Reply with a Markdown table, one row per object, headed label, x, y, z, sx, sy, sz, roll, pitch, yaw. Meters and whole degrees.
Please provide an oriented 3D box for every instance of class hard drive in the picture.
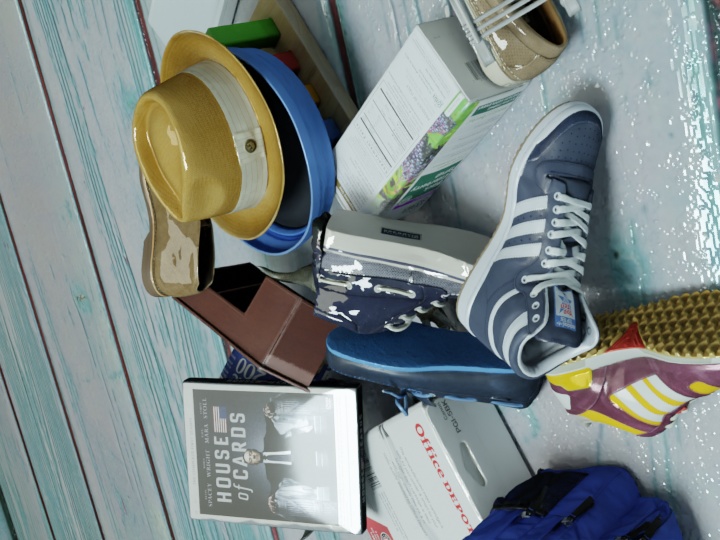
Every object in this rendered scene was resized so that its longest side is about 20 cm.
| label | x | y | z | sx | sy | sz | roll | pitch | yaw |
| --- | --- | --- | --- | --- | --- | --- | --- | --- | --- |
| hard drive | -0.187 | -0.325 | 1.033 | 0.133 | 0.026 | 0.201 | 53 | 142 | 21 |

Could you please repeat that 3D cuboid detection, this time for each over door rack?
| label | x | y | z | sx | sy | sz | roll | pitch | yaw |
| --- | --- | --- | --- | --- | --- | --- | --- | --- | --- |
| over door rack | 0.097 | -0.261 | 0.600 | 0.146 | 0.067 | 0.202 | -28 | 105 | 17 |

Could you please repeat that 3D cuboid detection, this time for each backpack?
| label | x | y | z | sx | sy | sz | roll | pitch | yaw |
| --- | --- | --- | --- | --- | --- | --- | --- | --- | --- |
| backpack | 0.162 | 0.262 | 0.736 | 0.167 | 0.198 | 0.165 | -24 | 88 | 54 |

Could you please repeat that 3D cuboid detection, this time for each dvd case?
| label | x | y | z | sx | sy | sz | roll | pitch | yaw |
| --- | --- | --- | --- | --- | --- | --- | --- | --- | --- |
| dvd case | -0.091 | 0.190 | 0.946 | 0.197 | 0.025 | 0.153 | -1 | 96 | 18 |

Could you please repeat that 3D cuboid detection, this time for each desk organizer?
| label | x | y | z | sx | sy | sz | roll | pitch | yaw |
| --- | --- | --- | --- | --- | --- | --- | --- | --- | --- |
| desk organizer | -0.110 | 0.042 | 0.944 | 0.199 | 0.071 | 0.078 | 29 | 87 | 49 |

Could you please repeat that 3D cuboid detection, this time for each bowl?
| label | x | y | z | sx | sy | sz | roll | pitch | yaw |
| --- | --- | --- | --- | --- | --- | --- | --- | --- | --- |
| bowl | -0.098 | -0.115 | 0.874 | 0.199 | 0.039 | 0.203 | 30 | 134 | 37 |

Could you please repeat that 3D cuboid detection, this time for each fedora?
| label | x | y | z | sx | sy | sz | roll | pitch | yaw |
| --- | --- | --- | --- | --- | --- | --- | --- | --- | --- |
| fedora | -0.153 | -0.113 | 0.838 | 0.199 | 0.081 | 0.203 | 31 | 135 | 37 |

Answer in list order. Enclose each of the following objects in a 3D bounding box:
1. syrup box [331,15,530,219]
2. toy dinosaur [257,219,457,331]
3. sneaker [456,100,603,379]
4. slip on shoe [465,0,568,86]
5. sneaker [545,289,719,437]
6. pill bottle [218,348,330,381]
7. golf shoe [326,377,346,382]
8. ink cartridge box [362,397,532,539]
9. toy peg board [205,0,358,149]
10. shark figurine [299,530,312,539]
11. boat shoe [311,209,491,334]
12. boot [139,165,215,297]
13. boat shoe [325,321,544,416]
| label | x | y | z | sx | sy | sz | roll | pitch | yaw |
| --- | --- | --- | --- | --- | --- | --- | --- | --- | --- |
| syrup box | 0.049 | -0.122 | 0.789 | 0.082 | 0.078 | 0.200 | 57 | 142 | 14 |
| toy dinosaur | 0.000 | 0.000 | 0.870 | 0.103 | 0.196 | 0.078 | -86 | 10 | -63 |
| sneaker | 0.146 | -0.016 | 0.675 | 0.202 | 0.069 | 0.109 | -68 | 30 | 21 |
| slip on shoe | 0.092 | -0.239 | 0.677 | 0.060 | 0.075 | 0.203 | -17 | 97 | 59 |
| sneaker | 0.230 | 0.076 | 0.676 | 0.199 | 0.075 | 0.091 | -11 | 120 | 50 |
| pill bottle | -0.112 | 0.148 | 1.028 | 0.110 | 0.110 | 0.202 | 27 | 90 | 41 |
| golf shoe | -0.051 | 0.196 | 1.103 | 0.091 | 0.073 | 0.200 | 31 | 135 | -19 |
| ink cartridge box | 0.073 | 0.211 | 0.923 | 0.200 | 0.082 | 0.148 | -39 | 75 | 53 |
| toy peg board | -0.110 | -0.151 | 0.964 | 0.201 | 0.097 | 0.200 | 59 | 143 | 13 |
| shark figurine | -0.131 | 0.306 | 1.233 | 0.214 | 0.089 | 0.130 | 44 | 139 | 33 |
| boat shoe | 0.049 | 0.013 | 0.797 | 0.197 | 0.075 | 0.094 | 13 | 116 | 6 |
| boot | -0.186 | -0.073 | 0.959 | 0.074 | 0.073 | 0.204 | 0 | 93 | 32 |
| boat shoe | 0.064 | 0.096 | 0.814 | 0.196 | 0.085 | 0.070 | 10 | 126 | 11 |
